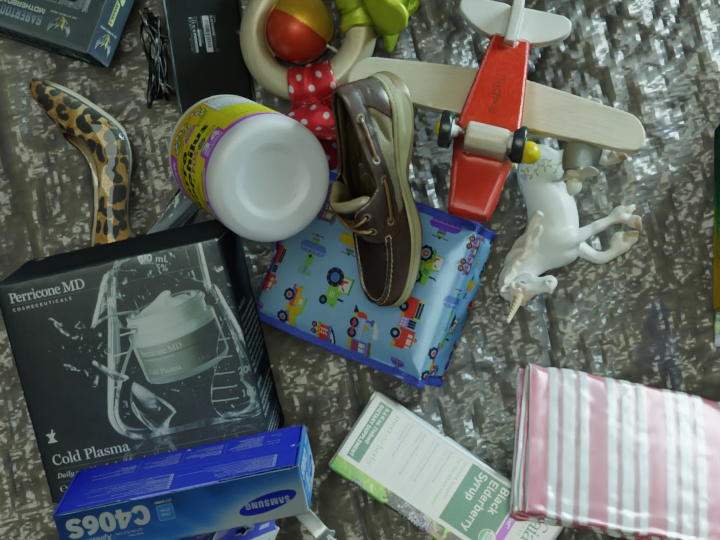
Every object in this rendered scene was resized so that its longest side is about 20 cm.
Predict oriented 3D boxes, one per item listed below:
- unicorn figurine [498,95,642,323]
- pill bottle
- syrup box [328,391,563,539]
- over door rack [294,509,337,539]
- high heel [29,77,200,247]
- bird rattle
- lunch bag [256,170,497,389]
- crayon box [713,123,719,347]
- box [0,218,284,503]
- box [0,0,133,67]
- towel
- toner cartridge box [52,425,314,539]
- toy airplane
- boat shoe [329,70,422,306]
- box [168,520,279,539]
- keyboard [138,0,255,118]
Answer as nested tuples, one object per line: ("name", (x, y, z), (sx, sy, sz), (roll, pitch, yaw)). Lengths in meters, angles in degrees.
("unicorn figurine", (0.180, -0.047, 1.287), (0.136, 0.074, 0.201), (-12, 67, 4))
("pill bottle", (-0.105, -0.094, 1.234), (0.103, 0.200, 0.105), (-5, 105, -20))
("syrup box", (0.078, 0.194, 1.258), (0.199, 0.081, 0.079), (33, 87, 9))
("over door rack", (-0.037, 0.297, 1.203), (0.148, 0.200, 0.067), (-47, 50, -2))
("high heel", (-0.260, -0.072, 1.316), (0.200, 0.071, 0.143), (41, 82, -1))
("bird rattle", (-0.036, -0.204, 1.321), (0.163, 0.113, 0.201), (32, 101, 19))
("lunch bag", (0.000, 0.000, 1.287), (0.199, 0.094, 0.152), (21, 91, 15))
("crayon box", (0.380, -0.031, 1.271), (0.125, 0.052, 0.202), (1, 85, 5))
("box", (-0.186, 0.075, 1.247), (0.198, 0.124, 0.198), (-12, 100, 4))
("box", (-0.302, -0.293, 1.341), (0.199, 0.051, 0.159), (18, 85, 18))
("towel", (0.227, 0.164, 1.234), (0.198, 0.030, 0.147), (12, 57, -6))
("toner cartridge box", (-0.139, 0.178, 1.158), (0.198, 0.095, 0.043), (-12, 104, 4))
("toy airplane", (0.114, -0.135, 1.233), (0.198, 0.142, 0.200), (-26, 58, -20))
("boat shoe", (0.003, -0.060, 1.181), (0.072, 0.072, 0.201), (-18, 119, -34))
("box", (-0.139, 0.281, 1.198), (0.041, 0.119, 0.201), (28, 107, 25))
("keyboard", (-0.161, -0.217, 1.352), (0.103, 0.040, 0.202), (-6, 82, -19))
